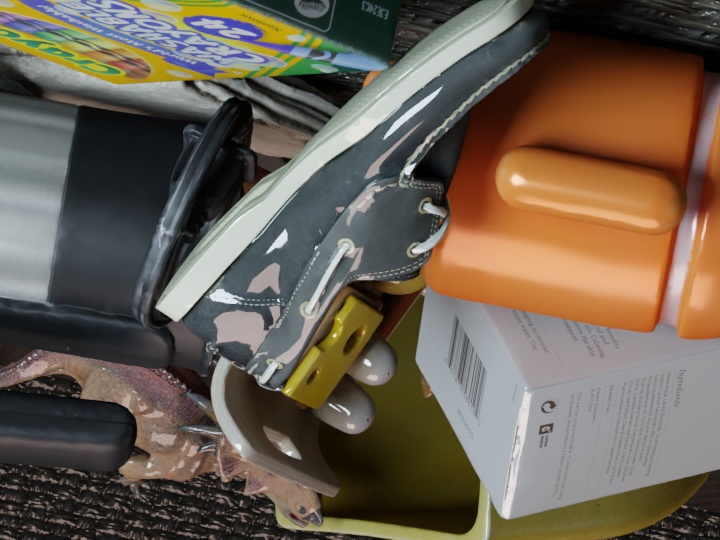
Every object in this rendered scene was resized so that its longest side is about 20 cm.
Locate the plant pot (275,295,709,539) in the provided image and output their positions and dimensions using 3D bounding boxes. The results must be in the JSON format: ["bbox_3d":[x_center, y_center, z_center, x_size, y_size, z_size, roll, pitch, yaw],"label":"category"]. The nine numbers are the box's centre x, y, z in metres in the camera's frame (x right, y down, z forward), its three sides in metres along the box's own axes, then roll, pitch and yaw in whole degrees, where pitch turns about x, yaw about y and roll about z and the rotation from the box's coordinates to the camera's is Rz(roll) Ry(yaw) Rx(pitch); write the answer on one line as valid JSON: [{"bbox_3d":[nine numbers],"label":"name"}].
[{"bbox_3d":[0.092,0.054,1.498,0.199,0.196,0.195,5,177,-35],"label":"plant pot"}]

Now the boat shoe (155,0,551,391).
[{"bbox_3d":[0.008,-0.032,1.023,0.068,0.200,0.072,44,-152,-5],"label":"boat shoe"}]

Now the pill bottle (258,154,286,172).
[{"bbox_3d":[-0.120,-0.026,1.448,0.112,0.113,0.200,16,171,-35],"label":"pill bottle"}]

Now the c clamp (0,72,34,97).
[{"bbox_3d":[-0.231,-0.079,1.319,0.170,0.027,0.200,22,162,-4],"label":"c clamp"}]

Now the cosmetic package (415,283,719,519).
[{"bbox_3d":[0.137,0.025,1.172,0.199,0.108,0.085,-10,134,-18],"label":"cosmetic package"}]

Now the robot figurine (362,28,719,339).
[{"bbox_3d":[0.097,-0.037,1.084,0.199,0.117,0.144,11,149,6],"label":"robot figurine"}]

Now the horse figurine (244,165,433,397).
[{"bbox_3d":[0.000,0.000,1.331,0.199,0.133,0.050,-6,-172,-9],"label":"horse figurine"}]

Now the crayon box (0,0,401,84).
[{"bbox_3d":[-0.094,-0.113,1.031,0.125,0.052,0.199,18,170,-41],"label":"crayon box"}]

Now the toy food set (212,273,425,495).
[{"bbox_3d":[0.021,0.010,1.224,0.060,0.200,0.143,36,-179,20],"label":"toy food set"}]

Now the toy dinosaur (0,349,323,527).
[{"bbox_3d":[-0.110,0.069,1.473,0.199,0.086,0.135,24,160,-14],"label":"toy dinosaur"}]

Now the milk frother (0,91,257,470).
[{"bbox_3d":[-0.143,-0.030,1.161,0.187,0.181,0.201,8,136,-6],"label":"milk frother"}]

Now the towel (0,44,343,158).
[{"bbox_3d":[-0.109,-0.088,1.295,0.199,0.035,0.132,6,169,39],"label":"towel"}]
